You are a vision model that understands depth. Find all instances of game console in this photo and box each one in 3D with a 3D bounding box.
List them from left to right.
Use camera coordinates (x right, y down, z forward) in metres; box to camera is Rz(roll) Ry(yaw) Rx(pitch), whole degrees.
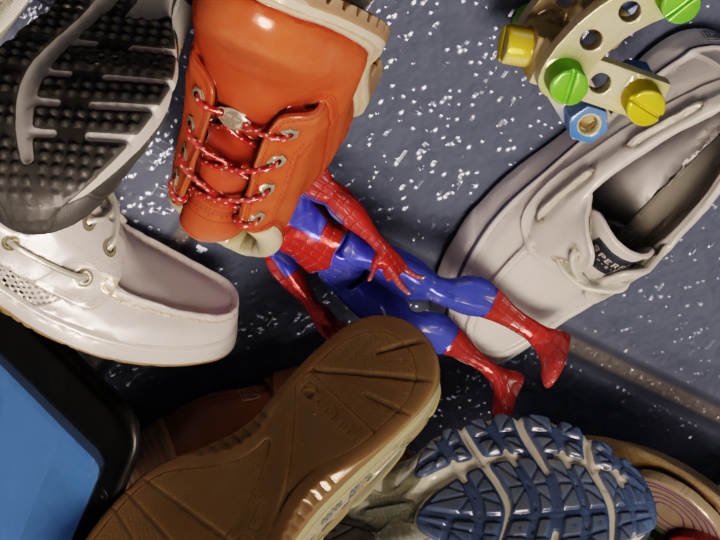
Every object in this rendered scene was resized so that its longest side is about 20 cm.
[{"bbox_3d":[-0.215,0.098,1.171,0.175,0.117,0.201,13,119,-21],"label":"game console"}]

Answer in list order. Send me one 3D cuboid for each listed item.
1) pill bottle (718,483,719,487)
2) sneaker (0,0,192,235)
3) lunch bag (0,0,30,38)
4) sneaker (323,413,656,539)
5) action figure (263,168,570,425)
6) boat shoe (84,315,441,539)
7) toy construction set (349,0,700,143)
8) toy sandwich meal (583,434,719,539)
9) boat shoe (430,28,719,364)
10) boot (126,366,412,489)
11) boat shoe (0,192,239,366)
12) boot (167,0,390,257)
[{"bbox_3d":[0.283,0.112,1.302,0.200,0.112,0.112,-31,125,8],"label":"pill bottle"},{"bbox_3d":[-0.102,-0.075,1.039,0.073,0.200,0.080,11,132,6],"label":"sneaker"},{"bbox_3d":[-0.157,-0.209,0.975,0.164,0.118,0.200,38,92,-30],"label":"lunch bag"},{"bbox_3d":[0.037,0.123,1.203,0.199,0.077,0.085,-4,145,2],"label":"sneaker"},{"bbox_3d":[0.000,0.000,1.177,0.200,0.052,0.065,35,136,-12],"label":"action figure"},{"bbox_3d":[-0.042,0.103,1.139,0.200,0.073,0.063,-37,156,-6],"label":"boat shoe"},{"bbox_3d":[0.065,-0.138,1.103,0.200,0.092,0.131,21,117,-37],"label":"toy construction set"},{"bbox_3d":[0.126,0.172,1.275,0.070,0.205,0.206,-41,136,-37],"label":"toy sandwich meal"},{"bbox_3d":[0.111,-0.021,1.199,0.200,0.066,0.072,-43,123,16],"label":"boat shoe"},{"bbox_3d":[-0.036,0.137,1.270,0.154,0.074,0.200,-26,130,-3],"label":"boot"},{"bbox_3d":[-0.135,-0.017,1.141,0.199,0.071,0.069,19,116,-23],"label":"boat shoe"},{"bbox_3d":[-0.041,-0.063,1.051,0.075,0.200,0.108,27,81,10],"label":"boot"}]
